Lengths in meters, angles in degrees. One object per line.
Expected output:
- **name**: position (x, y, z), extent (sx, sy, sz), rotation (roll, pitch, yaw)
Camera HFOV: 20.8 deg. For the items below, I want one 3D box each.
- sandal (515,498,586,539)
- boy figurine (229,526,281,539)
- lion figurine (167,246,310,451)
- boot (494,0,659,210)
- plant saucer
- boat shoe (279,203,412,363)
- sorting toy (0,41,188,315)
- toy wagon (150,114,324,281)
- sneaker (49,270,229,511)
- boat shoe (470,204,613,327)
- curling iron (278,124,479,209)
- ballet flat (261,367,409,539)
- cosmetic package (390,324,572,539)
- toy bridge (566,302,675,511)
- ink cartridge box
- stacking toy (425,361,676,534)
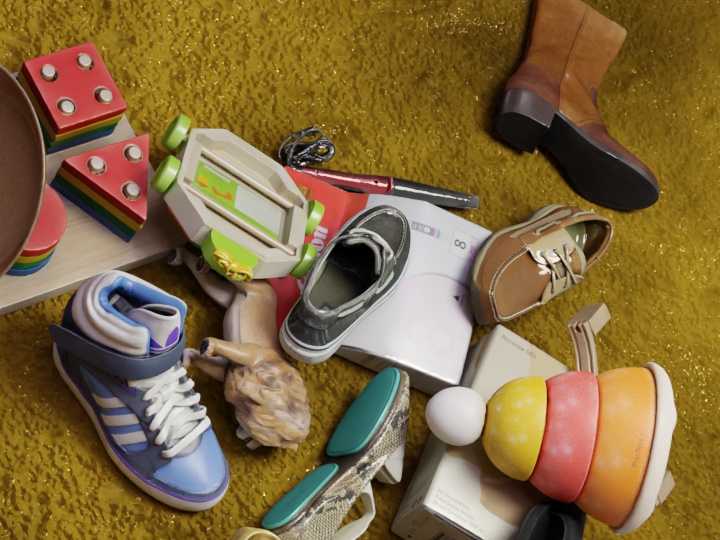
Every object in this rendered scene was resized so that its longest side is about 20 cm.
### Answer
- **sandal**: position (0.168, 0.230, 1.644), extent (0.048, 0.076, 0.200), rotation (10, 13, 21)
- **boy figurine**: position (-0.076, 0.301, 1.546), extent (0.123, 0.064, 0.201), rotation (7, 65, -19)
- **lion figurine**: position (-0.096, 0.051, 1.658), extent (0.122, 0.072, 0.201), rotation (21, 53, -34)
- **boot**: position (0.233, -0.171, 1.961), extent (0.187, 0.069, 0.201), rotation (26, 48, -3)
- **plant saucer**: position (-0.320, -0.074, 1.568), extent (0.035, 0.200, 0.201), rotation (7, 55, -60)
- **boat shoe**: position (0.000, 0.000, 1.671), extent (0.072, 0.071, 0.200), rotation (32, 45, 1)
- **sorting toy**: position (-0.264, -0.087, 1.654), extent (0.199, 0.070, 0.200), rotation (-21, 75, -33)
- **toy wagon**: position (-0.108, -0.048, 1.666), extent (0.155, 0.040, 0.201), rotation (32, 31, -17)
- **sneaker**: position (-0.162, 0.091, 1.562), extent (0.080, 0.147, 0.200), rotation (-37, 83, -35)
- **boat shoe**: position (0.168, -0.011, 1.789), extent (0.200, 0.073, 0.076), rotation (-40, 120, -49)
- **curling iron**: position (0.020, -0.087, 1.811), extent (0.199, 0.026, 0.050), rotation (17, 99, -16)
- **ballet flat**: position (-0.007, 0.175, 1.653), extent (0.075, 0.068, 0.200), rotation (51, 57, -21)
- **cosmetic package**: position (0.114, 0.160, 1.706), extent (0.105, 0.071, 0.201), rotation (31, 55, -10)
- **toy bridge**: position (0.228, 0.132, 1.746), extent (0.067, 0.027, 0.201), rotation (-42, 116, -43)
- **ink cartridge box**: position (0.010, 0.003, 1.748), extent (0.199, 0.057, 0.164), rotation (25, 61, -18)
- **stacking toy**: position (0.152, 0.131, 1.636), extent (0.198, 0.146, 0.147), rotation (13, 59, -6)
